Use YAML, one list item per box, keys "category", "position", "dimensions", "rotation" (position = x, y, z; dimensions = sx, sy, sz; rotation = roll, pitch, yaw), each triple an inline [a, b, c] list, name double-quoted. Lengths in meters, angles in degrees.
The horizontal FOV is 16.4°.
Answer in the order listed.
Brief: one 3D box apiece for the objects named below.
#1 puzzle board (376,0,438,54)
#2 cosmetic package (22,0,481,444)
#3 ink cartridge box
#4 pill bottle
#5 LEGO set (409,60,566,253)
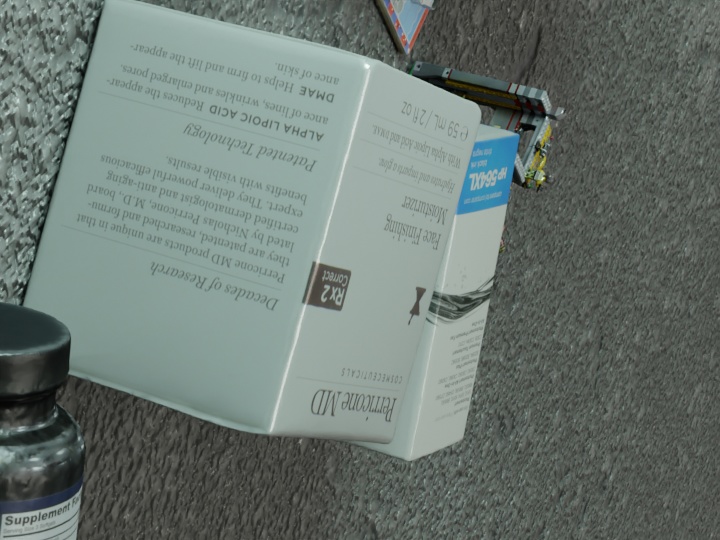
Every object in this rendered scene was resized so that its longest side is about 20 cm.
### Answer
- category: "puzzle board"
  position: [0.052, -0.262, 1.635]
  dimensions: [0.200, 0.017, 0.151]
  rotation: [-65, 154, -20]
- category: "cosmetic package"
  position: [-0.059, -0.023, 1.346]
  dimensions: [0.165, 0.165, 0.200]
  rotation: [12, 93, -65]
- category: "ink cartridge box"
  position: [0.000, 0.000, 1.513]
  dimensions: [0.084, 0.146, 0.200]
  rotation: [-14, 116, -64]
- category: "pill bottle"
  position: [-0.192, 0.121, 1.205]
  dimensions: [0.112, 0.112, 0.200]
  rotation: [-22, 123, -61]
- category: "LEGO set"
  position: [0.076, -0.040, 1.691]
  dimensions: [0.200, 0.116, 0.154]
  rotation: [-61, 153, -28]
